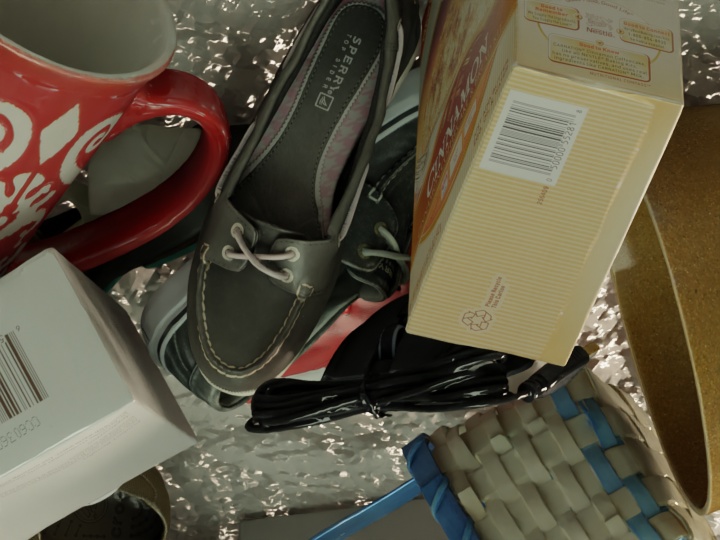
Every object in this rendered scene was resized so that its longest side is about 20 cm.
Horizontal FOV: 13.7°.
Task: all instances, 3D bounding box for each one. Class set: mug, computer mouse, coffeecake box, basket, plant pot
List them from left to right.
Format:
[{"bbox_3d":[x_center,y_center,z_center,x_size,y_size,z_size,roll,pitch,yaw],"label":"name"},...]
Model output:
[{"bbox_3d":[-0.169,-0.045,1.320,0.177,0.133,0.200,36,120,-1],"label":"mug"},{"bbox_3d":[0.046,0.031,1.328,0.140,0.200,0.046,-7,93,28],"label":"computer mouse"},{"bbox_3d":[0.075,0.158,1.453,0.200,0.177,0.139,-33,146,7],"label":"basket"},{"bbox_3d":[0.076,-0.088,1.251,0.073,0.200,0.154,13,134,-8],"label":"coffeecake box"},{"bbox_3d":[0.226,-0.002,1.363,0.199,0.187,0.187,-13,134,-3],"label":"plant pot"}]

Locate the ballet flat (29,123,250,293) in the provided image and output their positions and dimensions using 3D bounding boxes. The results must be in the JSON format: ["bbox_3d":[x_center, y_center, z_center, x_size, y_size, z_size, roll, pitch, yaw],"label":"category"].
[{"bbox_3d":[-0.118,-0.026,1.420,0.200,0.068,0.068,-32,117,29],"label":"ballet flat"}]

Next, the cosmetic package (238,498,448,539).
[{"bbox_3d":[0.037,0.184,1.588,0.199,0.108,0.085,-8,136,13],"label":"cosmetic package"}]

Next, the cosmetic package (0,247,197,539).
[{"bbox_3d":[-0.150,0.063,1.351,0.113,0.081,0.200,-29,171,-2],"label":"cosmetic package"}]

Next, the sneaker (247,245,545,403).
[{"bbox_3d":[0.000,0.000,1.445,0.199,0.078,0.116,0,127,-14],"label":"sneaker"}]

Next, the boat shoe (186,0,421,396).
[{"bbox_3d":[-0.029,-0.044,1.315,0.067,0.201,0.057,21,171,11],"label":"boat shoe"}]

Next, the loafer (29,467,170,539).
[{"bbox_3d":[-0.184,0.119,1.527,0.199,0.067,0.076,-1,98,-26],"label":"loafer"}]

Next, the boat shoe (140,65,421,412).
[{"bbox_3d":[-0.008,-0.010,1.372,0.200,0.071,0.072,-43,148,1],"label":"boat shoe"}]
